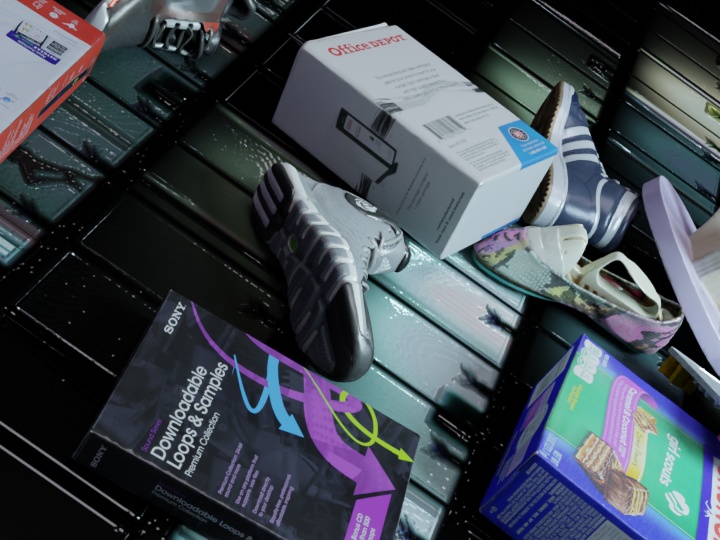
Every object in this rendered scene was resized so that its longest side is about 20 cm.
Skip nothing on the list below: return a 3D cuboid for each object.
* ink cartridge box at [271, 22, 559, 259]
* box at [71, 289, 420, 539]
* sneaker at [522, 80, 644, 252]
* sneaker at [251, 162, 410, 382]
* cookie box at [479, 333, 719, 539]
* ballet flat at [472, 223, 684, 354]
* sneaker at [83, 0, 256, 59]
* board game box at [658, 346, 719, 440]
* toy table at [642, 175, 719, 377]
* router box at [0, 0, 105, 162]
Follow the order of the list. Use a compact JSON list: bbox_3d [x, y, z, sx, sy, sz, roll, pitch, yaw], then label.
[{"bbox_3d":[0.047,-0.117,1.065,0.200,0.085,0.146,40,35,19],"label":"ink cartridge box"},{"bbox_3d":[-0.064,0.111,0.783,0.199,0.036,0.143,29,36,-7],"label":"box"},{"bbox_3d":[0.220,-0.098,1.215,0.108,0.070,0.201,23,45,-10],"label":"sneaker"},{"bbox_3d":[0.000,0.000,0.927,0.115,0.075,0.201,10,43,-35],"label":"sneaker"},{"bbox_3d":[0.205,0.168,0.905,0.200,0.075,0.171,38,34,0],"label":"cookie box"},{"bbox_3d":[0.196,0.004,1.084,0.199,0.071,0.069,29,37,-10],"label":"ballet flat"},{"bbox_3d":[-0.152,-0.215,1.042,0.082,0.077,0.200,56,46,-7],"label":"sneaker"},{"bbox_3d":[0.344,0.153,0.997,0.199,0.026,0.200,36,10,-10],"label":"board game box"},{"bbox_3d":[0.350,-0.012,1.139,0.184,0.117,0.201,-8,75,-65],"label":"toy table"},{"bbox_3d":[-0.308,-0.168,0.879,0.199,0.049,0.180,32,36,-6],"label":"router box"}]
